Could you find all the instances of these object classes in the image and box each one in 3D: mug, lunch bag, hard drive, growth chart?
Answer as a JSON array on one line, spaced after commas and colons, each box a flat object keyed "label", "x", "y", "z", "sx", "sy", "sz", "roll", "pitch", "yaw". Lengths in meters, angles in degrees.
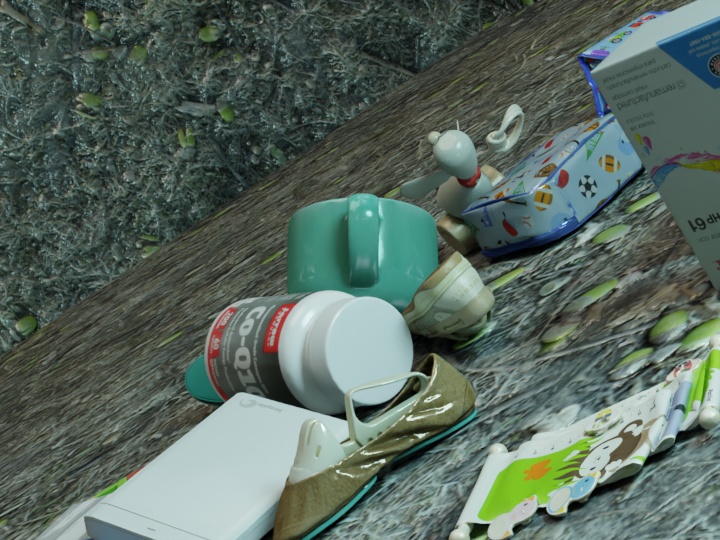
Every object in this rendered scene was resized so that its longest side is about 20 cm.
[{"label": "mug", "x": -0.006, "y": 0.003, "z": 1.575, "sx": 0.152, "sy": 0.115, "sz": 0.185, "roll": -12, "pitch": -22, "yaw": 30}, {"label": "lunch bag", "x": 0.401, "y": -0.268, "z": 1.992, "sx": 0.150, "sy": 0.094, "sz": 0.200, "roll": -34, "pitch": 20, "yaw": -31}, {"label": "lunch bag", "x": 0.209, "y": -0.092, "z": 1.695, "sx": 0.200, "sy": 0.076, "sz": 0.160, "roll": -37, "pitch": 9, "yaw": -31}, {"label": "hard drive", "x": -0.109, "y": 0.170, "z": 1.295, "sx": 0.132, "sy": 0.027, "sz": 0.200, "roll": 12, "pitch": 32, "yaw": 33}, {"label": "growth chart", "x": 0.151, "y": 0.113, "z": 1.030, "sx": 0.200, "sy": 0.018, "sz": 0.145, "roll": -28, "pitch": 11, "yaw": 18}]

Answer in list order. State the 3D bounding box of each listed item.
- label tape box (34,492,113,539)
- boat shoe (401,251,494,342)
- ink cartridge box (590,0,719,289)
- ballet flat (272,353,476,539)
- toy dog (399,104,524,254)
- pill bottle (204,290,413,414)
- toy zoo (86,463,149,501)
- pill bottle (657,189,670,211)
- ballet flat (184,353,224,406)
[{"label": "label tape box", "x": -0.203, "y": 0.235, "z": 1.310, "sx": 0.200, "sy": 0.066, "sz": 0.143, "roll": -24, "pitch": 12, "yaw": 39}, {"label": "boat shoe", "x": 0.084, "y": 0.037, "z": 1.460, "sx": 0.072, "sy": 0.065, "sz": 0.200, "roll": -46, "pitch": -5, "yaw": -12}, {"label": "ink cartridge box", "x": 0.285, "y": -0.098, "z": 1.157, "sx": 0.144, "sy": 0.200, "sz": 0.085, "roll": -19, "pitch": 19, "yaw": 50}, {"label": "ballet flat", "x": 0.000, "y": 0.129, "z": 1.220, "sx": 0.200, "sy": 0.072, "sz": 0.068, "roll": -34, "pitch": 11, "yaw": -17}, {"label": "toy dog", "x": 0.101, "y": -0.108, "z": 1.750, "sx": 0.132, "sy": 0.096, "sz": 0.200, "roll": -41, "pitch": -28, "yaw": -29}, {"label": "pill bottle", "x": -0.049, "y": 0.077, "z": 1.476, "sx": 0.114, "sy": 0.114, "sz": 0.200, "roll": -37, "pitch": 17, "yaw": -32}, {"label": "toy zoo", "x": -0.180, "y": 0.198, "z": 1.543, "sx": 0.200, "sy": 0.020, "sz": 0.131, "roll": -30, "pitch": 10, "yaw": -1}, {"label": "pill bottle", "x": 0.330, "y": -0.115, "z": 1.365, "sx": 0.106, "sy": 0.106, "sz": 0.200, "roll": -23, "pitch": 13, "yaw": 36}, {"label": "ballet flat", "x": -0.101, "y": 0.101, "z": 1.710, "sx": 0.200, "sy": 0.068, "sz": 0.070, "roll": -22, "pitch": -11, "yaw": 39}]
